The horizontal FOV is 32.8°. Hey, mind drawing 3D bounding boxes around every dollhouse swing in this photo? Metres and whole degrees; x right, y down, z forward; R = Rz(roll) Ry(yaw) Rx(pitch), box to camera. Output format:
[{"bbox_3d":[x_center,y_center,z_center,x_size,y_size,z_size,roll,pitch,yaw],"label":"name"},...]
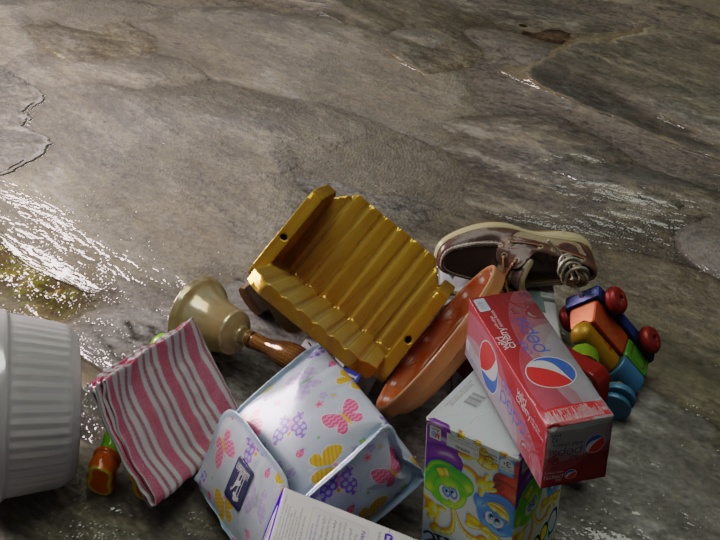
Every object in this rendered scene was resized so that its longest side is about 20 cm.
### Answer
[{"bbox_3d":[-0.008,0.006,1.366,0.199,0.176,0.182,39,81,4],"label":"dollhouse swing"}]

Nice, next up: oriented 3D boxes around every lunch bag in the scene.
[{"bbox_3d":[-0.064,0.201,1.258,0.199,0.127,0.170,-39,41,-4],"label":"lunch bag"}]

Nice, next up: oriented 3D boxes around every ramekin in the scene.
[{"bbox_3d":[-0.352,0.144,1.307,0.093,0.204,0.203,3,31,-19],"label":"ramekin"}]

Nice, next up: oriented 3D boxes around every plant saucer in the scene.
[{"bbox_3d":[0.090,0.081,1.317,0.032,0.200,0.201,40,40,-2],"label":"plant saucer"}]

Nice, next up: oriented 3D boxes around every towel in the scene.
[{"bbox_3d":[-0.200,0.147,1.320,0.030,0.148,0.200,-22,7,31],"label":"towel"}]

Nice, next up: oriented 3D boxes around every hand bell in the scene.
[{"bbox_3d":[-0.124,0.083,1.452,0.198,0.105,0.104,18,37,35],"label":"hand bell"}]

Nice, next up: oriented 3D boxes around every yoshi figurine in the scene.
[{"bbox_3d":[-0.236,0.168,1.378,0.111,0.112,0.201,-28,34,37],"label":"yoshi figurine"}]

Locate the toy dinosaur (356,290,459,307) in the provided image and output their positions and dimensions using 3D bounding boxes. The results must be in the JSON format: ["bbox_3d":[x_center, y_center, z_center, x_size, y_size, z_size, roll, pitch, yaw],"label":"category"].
[{"bbox_3d":[0.027,0.025,1.491,0.198,0.059,0.101,7,46,38],"label":"toy dinosaur"}]

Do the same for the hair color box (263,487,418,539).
[{"bbox_3d":[0.003,0.286,1.118,0.198,0.065,0.110,21,26,-2],"label":"hair color box"}]

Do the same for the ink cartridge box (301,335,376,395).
[{"bbox_3d":[-0.034,0.123,1.461,0.093,0.045,0.200,10,35,18],"label":"ink cartridge box"}]

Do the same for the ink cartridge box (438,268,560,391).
[{"bbox_3d":[0.170,0.057,1.521,0.144,0.085,0.201,0,34,2],"label":"ink cartridge box"}]

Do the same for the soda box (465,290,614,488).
[{"bbox_3d":[0.156,0.102,1.100,0.063,0.071,0.201,-7,33,-13],"label":"soda box"}]

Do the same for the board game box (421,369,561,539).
[{"bbox_3d":[0.128,0.213,1.179,0.102,0.202,0.105,21,38,29],"label":"board game box"}]

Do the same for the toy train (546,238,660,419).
[{"bbox_3d":[0.261,0.072,1.420,0.084,0.200,0.116,-26,27,38],"label":"toy train"}]

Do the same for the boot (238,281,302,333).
[{"bbox_3d":[-0.063,-0.001,1.549,0.154,0.074,0.200,-37,22,-16],"label":"boot"}]

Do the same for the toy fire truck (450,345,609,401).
[{"bbox_3d":[0.181,0.131,1.333,0.112,0.170,0.199,-27,42,-35],"label":"toy fire truck"}]

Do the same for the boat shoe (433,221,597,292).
[{"bbox_3d":[0.189,-0.009,1.482,0.197,0.073,0.072,4,32,-6],"label":"boat shoe"}]
